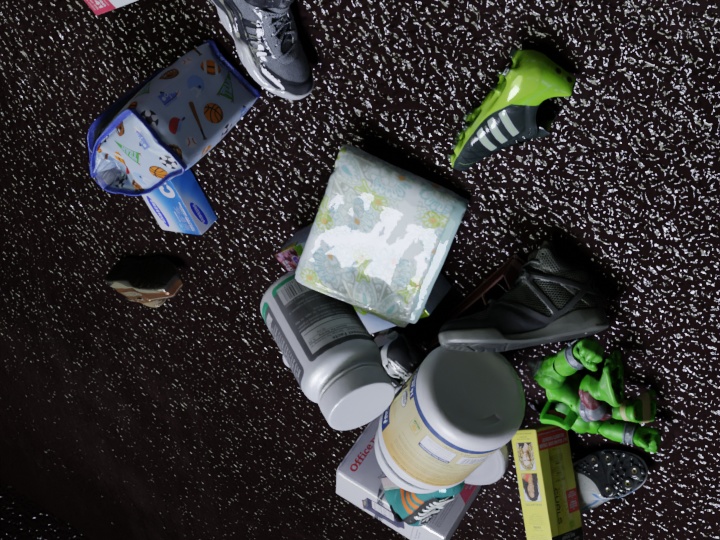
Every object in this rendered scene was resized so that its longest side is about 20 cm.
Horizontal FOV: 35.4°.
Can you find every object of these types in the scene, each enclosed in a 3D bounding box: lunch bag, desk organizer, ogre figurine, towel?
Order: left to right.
[{"bbox_3d":[-0.256,-0.188,1.467,0.124,0.170,0.200,49,147,-11],"label":"lunch bag"},{"bbox_3d":[0.023,-0.037,1.402,0.171,0.048,0.201,23,120,0],"label":"towel"},{"bbox_3d":[0.163,0.066,1.447,0.072,0.077,0.200,39,148,-1],"label":"desk organizer"},{"bbox_3d":[0.286,0.155,1.408,0.120,0.099,0.200,-3,156,43],"label":"ogre figurine"}]

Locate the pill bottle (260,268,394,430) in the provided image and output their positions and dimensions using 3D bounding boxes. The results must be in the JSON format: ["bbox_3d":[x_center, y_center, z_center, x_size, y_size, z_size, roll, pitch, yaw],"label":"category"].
[{"bbox_3d":[-0.042,0.100,1.461,0.200,0.113,0.113,58,160,33],"label":"pill bottle"}]

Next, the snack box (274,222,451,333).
[{"bbox_3d":[0.000,0.000,1.540,0.169,0.068,0.200,49,145,-13],"label":"snack box"}]

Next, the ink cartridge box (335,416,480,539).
[{"bbox_3d":[0.079,0.334,1.800,0.199,0.145,0.084,29,148,15],"label":"ink cartridge box"}]

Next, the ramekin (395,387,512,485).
[{"bbox_3d":[0.138,0.210,1.635,0.202,0.094,0.203,26,146,19],"label":"ramekin"}]

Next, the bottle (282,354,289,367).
[{"bbox_3d":[-0.032,0.145,1.736,0.199,0.084,0.065,9,145,37],"label":"bottle"}]

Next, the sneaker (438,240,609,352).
[{"bbox_3d":[0.182,0.033,1.317,0.076,0.198,0.115,86,173,-77],"label":"sneaker"}]

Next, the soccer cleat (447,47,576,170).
[{"bbox_3d":[0.155,-0.155,1.197,0.081,0.068,0.200,28,148,-6],"label":"soccer cleat"}]

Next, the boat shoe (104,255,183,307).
[{"bbox_3d":[-0.359,0.023,1.936,0.200,0.076,0.074,9,143,51],"label":"boat shoe"}]

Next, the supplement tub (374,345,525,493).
[{"bbox_3d":[0.107,0.193,1.438,0.144,0.145,0.200,37,143,3],"label":"supplement tub"}]

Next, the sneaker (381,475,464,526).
[{"bbox_3d":[0.098,0.330,1.646,0.200,0.071,0.080,-26,77,64],"label":"sneaker"}]

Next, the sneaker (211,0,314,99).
[{"bbox_3d":[-0.095,-0.284,1.272,0.114,0.076,0.200,-3,126,51],"label":"sneaker"}]

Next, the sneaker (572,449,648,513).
[{"bbox_3d":[0.330,0.298,1.591,0.200,0.072,0.072,-34,65,47],"label":"sneaker"}]

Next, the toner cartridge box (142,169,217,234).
[{"bbox_3d":[-0.298,-0.145,1.683,0.095,0.043,0.200,9,138,40],"label":"toner cartridge box"}]

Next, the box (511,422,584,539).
[{"bbox_3d":[0.262,0.314,1.563,0.050,0.075,0.201,-13,83,48],"label":"box"}]

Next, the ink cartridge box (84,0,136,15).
[{"bbox_3d":[-0.215,-0.366,1.227,0.199,0.148,0.086,1,132,46],"label":"ink cartridge box"}]

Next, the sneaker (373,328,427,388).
[{"bbox_3d":[0.045,0.134,1.568,0.074,0.088,0.200,47,173,-8],"label":"sneaker"}]
